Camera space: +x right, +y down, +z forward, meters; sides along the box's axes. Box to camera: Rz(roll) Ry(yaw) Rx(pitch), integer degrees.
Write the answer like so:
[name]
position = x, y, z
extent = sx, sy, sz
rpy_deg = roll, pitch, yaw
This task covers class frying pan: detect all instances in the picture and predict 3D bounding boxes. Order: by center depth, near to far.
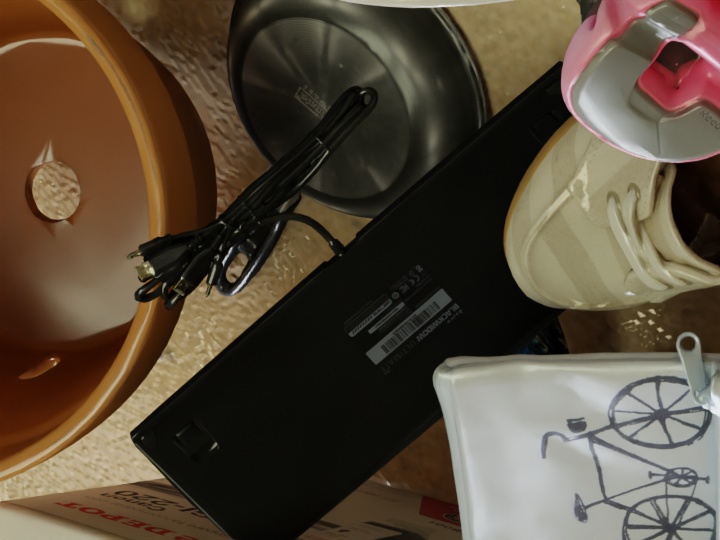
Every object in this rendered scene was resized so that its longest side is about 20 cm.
[frying pan]
position = -0.030, -0.056, 0.992
extent = 0.190, 0.031, 0.115
rpy_deg = -23, 104, 44

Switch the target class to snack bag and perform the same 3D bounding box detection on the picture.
[snack bag]
position = 0.127, 0.093, 0.901
extent = 0.200, 0.021, 0.189
rpy_deg = 0, 135, 9

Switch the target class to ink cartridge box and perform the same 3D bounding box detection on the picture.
[ink cartridge box]
position = -0.034, 0.134, 1.003
extent = 0.145, 0.200, 0.085
rpy_deg = 12, 99, 33

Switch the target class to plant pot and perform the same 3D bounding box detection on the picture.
[plant pot]
position = -0.140, -0.025, 0.983
extent = 0.200, 0.140, 0.201
rpy_deg = 2, 96, 18

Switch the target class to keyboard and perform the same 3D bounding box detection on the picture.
[keyboard]
position = 0.000, 0.000, 0.898
extent = 0.127, 0.200, 0.021
rpy_deg = 48, -177, -27

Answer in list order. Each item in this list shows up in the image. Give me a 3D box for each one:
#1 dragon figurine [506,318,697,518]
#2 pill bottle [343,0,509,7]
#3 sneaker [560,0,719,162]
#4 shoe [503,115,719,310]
[dragon figurine]
position = 0.106, 0.073, 0.951
extent = 0.200, 0.059, 0.100
rpy_deg = 33, 137, 17
[pill bottle]
position = 0.022, -0.184, 0.747
extent = 0.120, 0.120, 0.200
rpy_deg = 11, 114, 34
[sneaker]
position = 0.136, -0.121, 0.764
extent = 0.200, 0.095, 0.079
rpy_deg = -36, 121, 26
[shoe]
position = 0.118, -0.037, 0.830
extent = 0.200, 0.053, 0.070
rpy_deg = -33, 106, 36
